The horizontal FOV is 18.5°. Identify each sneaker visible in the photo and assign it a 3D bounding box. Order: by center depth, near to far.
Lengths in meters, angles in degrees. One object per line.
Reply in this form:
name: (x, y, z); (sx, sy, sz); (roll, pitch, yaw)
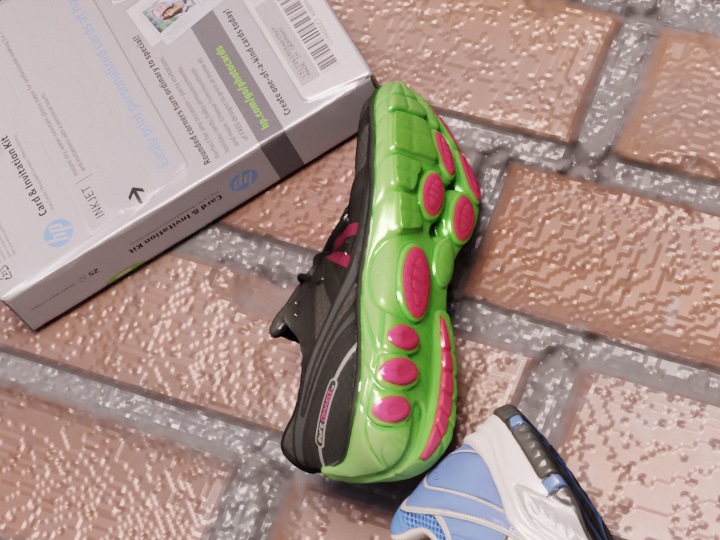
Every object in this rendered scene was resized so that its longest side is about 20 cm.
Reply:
sneaker: (0.080, 0.149, 0.876); (0.077, 0.076, 0.200); (-35, 51, 6)
sneaker: (0.000, 0.000, 0.960); (0.084, 0.077, 0.200); (-15, 48, 31)

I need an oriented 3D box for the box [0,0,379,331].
box: (-0.108, -0.086, 1.055); (0.200, 0.041, 0.156); (-31, 60, 0)
